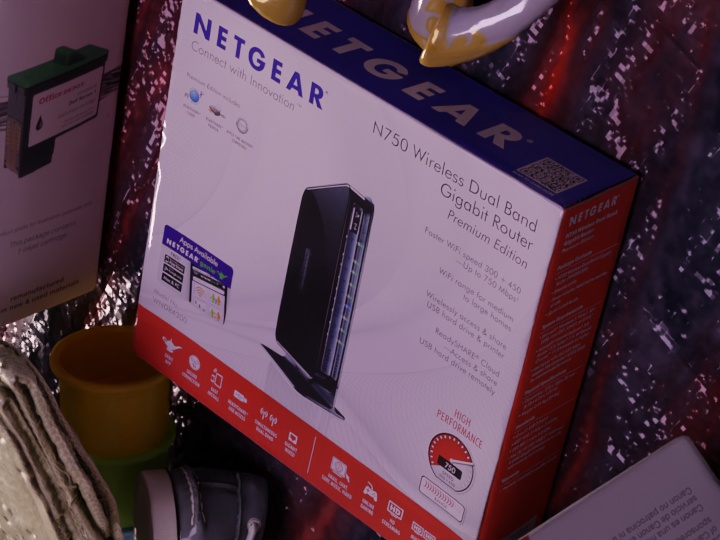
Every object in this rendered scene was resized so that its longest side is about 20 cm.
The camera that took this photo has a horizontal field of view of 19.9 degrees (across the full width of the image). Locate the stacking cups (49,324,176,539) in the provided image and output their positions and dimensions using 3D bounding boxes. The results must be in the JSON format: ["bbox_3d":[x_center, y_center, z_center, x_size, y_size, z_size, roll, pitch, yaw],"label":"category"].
[{"bbox_3d":[-0.120,0.128,0.985,0.060,0.060,0.201,25,123,35],"label":"stacking cups"}]

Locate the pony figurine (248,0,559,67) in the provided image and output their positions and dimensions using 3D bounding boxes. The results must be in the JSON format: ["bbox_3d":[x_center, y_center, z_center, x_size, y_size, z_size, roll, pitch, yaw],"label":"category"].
[{"bbox_3d":[0.023,-0.167,0.682,0.193,0.167,0.200,36,133,-14],"label":"pony figurine"}]

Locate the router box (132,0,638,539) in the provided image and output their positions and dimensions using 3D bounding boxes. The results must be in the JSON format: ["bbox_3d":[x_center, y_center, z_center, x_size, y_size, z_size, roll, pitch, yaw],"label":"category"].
[{"bbox_3d":[0.000,0.000,0.824,0.199,0.049,0.181,33,127,31],"label":"router box"}]

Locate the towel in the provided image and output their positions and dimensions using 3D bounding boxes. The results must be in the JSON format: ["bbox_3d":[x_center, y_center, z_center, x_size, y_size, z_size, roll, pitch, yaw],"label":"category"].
[{"bbox_3d":[-0.174,0.079,0.938,0.199,0.036,0.149,16,135,48],"label":"towel"}]

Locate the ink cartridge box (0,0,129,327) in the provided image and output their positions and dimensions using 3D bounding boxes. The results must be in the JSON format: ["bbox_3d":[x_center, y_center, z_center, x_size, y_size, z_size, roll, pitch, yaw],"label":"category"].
[{"bbox_3d":[-0.185,-0.097,0.939,0.146,0.084,0.201,32,127,31],"label":"ink cartridge box"}]

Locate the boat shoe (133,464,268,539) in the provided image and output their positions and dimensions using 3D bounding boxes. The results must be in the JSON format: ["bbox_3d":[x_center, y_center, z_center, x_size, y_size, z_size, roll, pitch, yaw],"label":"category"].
[{"bbox_3d":[-0.068,0.185,0.952,0.073,0.061,0.202,-137,43,-66],"label":"boat shoe"}]

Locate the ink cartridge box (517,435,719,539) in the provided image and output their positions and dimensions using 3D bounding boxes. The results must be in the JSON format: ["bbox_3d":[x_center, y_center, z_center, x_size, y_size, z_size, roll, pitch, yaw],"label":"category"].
[{"bbox_3d":[0.093,0.190,0.712,0.201,0.145,0.145,58,162,10],"label":"ink cartridge box"}]
